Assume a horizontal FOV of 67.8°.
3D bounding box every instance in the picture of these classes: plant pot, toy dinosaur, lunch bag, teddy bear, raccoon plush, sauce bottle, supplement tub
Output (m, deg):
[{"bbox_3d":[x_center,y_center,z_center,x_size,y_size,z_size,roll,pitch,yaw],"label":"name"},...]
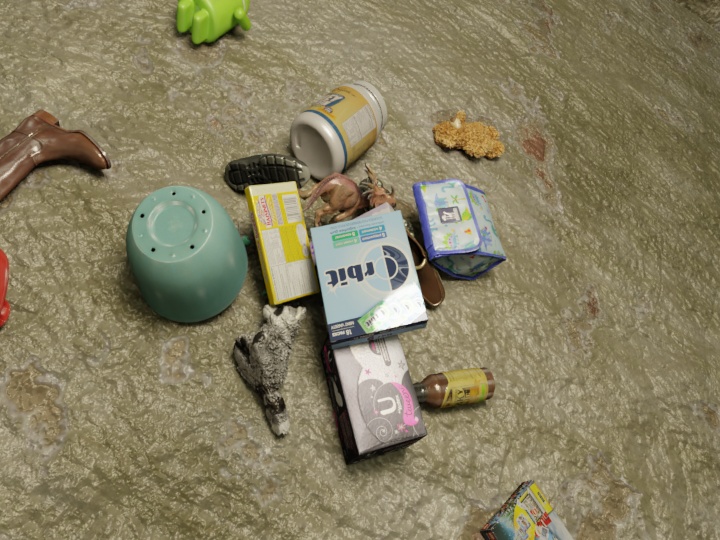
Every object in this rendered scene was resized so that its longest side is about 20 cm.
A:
[{"bbox_3d":[-0.289,-0.041,0.878,0.192,0.162,0.209,2,67,-5],"label":"plant pot"},{"bbox_3d":[-0.030,-0.146,0.994,0.197,0.133,0.089,1,65,-56],"label":"toy dinosaur"},{"bbox_3d":[0.197,-0.090,1.128,0.194,0.127,0.176,9,58,-37],"label":"lunch bag"},{"bbox_3d":[0.280,-0.343,1.351,0.193,0.067,0.149,19,56,-13],"label":"teddy bear"},{"bbox_3d":[-0.137,0.160,0.933,0.132,0.095,0.208,-23,103,-44],"label":"raccoon plush"},{"bbox_3d":[0.161,0.225,1.012,0.192,0.065,0.067,-4,65,-22],"label":"sauce bottle"},{"bbox_3d":[-0.043,-0.305,1.151,0.144,0.145,0.200,42,56,4],"label":"supplement tub"}]

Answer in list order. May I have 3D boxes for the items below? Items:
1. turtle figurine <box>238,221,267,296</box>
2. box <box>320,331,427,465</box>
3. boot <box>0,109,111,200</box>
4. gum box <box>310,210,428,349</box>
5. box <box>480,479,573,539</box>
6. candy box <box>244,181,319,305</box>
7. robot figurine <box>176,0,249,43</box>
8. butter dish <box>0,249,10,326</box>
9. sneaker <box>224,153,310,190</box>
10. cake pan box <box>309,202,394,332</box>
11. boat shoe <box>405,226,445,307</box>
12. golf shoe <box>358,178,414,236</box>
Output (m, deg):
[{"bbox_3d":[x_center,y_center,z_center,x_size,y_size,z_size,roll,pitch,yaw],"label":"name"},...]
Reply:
[{"bbox_3d":[-0.167,-0.062,1.008,0.145,0.101,0.207,-15,77,-25],"label":"turtle figurine"},{"bbox_3d":[0.018,0.206,0.922,0.127,0.115,0.207,-9,68,-17],"label":"box"},{"bbox_3d":[-0.560,-0.172,0.917,0.182,0.065,0.203,27,53,8],"label":"boot"},{"bbox_3d":[0.011,0.012,0.910,0.163,0.045,0.207,-11,67,-5],"label":"gum box"},{"bbox_3d":[0.319,0.504,0.947,0.134,0.038,0.203,-28,77,-31],"label":"box"},{"bbox_3d":[-0.137,-0.051,0.951,0.100,0.026,0.208,-12,90,-38],"label":"candy box"},{"bbox_3d":[-0.327,-0.596,1.201,0.173,0.116,0.202,35,56,1],"label":"robot figurine"},{"bbox_3d":[-0.575,0.040,0.763,0.193,0.148,0.207,-14,61,19],"label":"butter dish"},{"bbox_3d":[-0.174,-0.201,1.044,0.193,0.078,0.079,8,33,28],"label":"sneaker"},{"bbox_3d":[0.000,0.000,1.005,0.052,0.194,0.191,32,39,-60],"label":"cake pan box"},{"bbox_3d":[0.107,-0.007,1.069,0.074,0.075,0.204,-38,103,-2],"label":"boat shoe"},{"bbox_3d":[0.056,-0.101,1.127,0.075,0.088,0.205,-28,101,-5],"label":"golf shoe"}]
